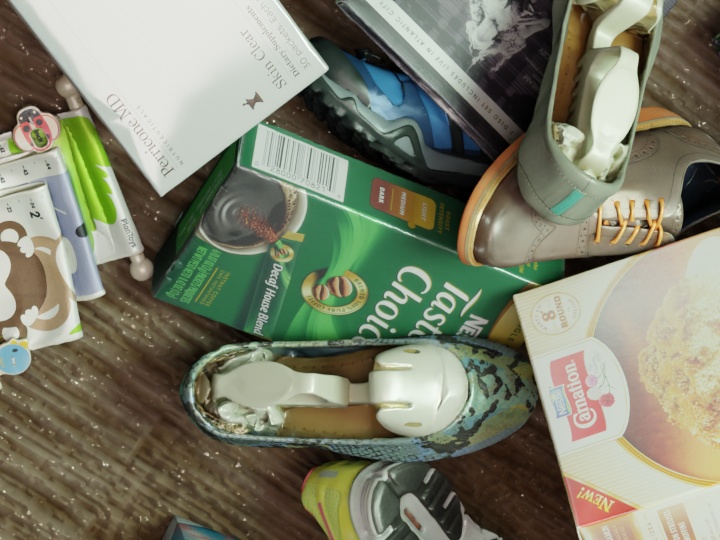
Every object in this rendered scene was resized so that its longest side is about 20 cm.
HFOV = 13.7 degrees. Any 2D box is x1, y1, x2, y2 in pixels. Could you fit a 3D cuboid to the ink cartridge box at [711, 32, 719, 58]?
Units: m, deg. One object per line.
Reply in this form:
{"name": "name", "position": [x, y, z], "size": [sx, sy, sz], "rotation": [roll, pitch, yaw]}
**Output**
{"name": "ink cartridge box", "position": [0.278, -0.067, 1.620], "size": [0.050, 0.200, 0.109], "rotation": [-37, 126, -7]}

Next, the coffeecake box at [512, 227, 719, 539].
{"name": "coffeecake box", "position": [0.197, 0.060, 1.581], "size": [0.199, 0.154, 0.073], "rotation": [-19, 144, 6]}

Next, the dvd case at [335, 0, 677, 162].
{"name": "dvd case", "position": [0.099, -0.168, 1.633], "size": [0.149, 0.016, 0.200], "rotation": [43, 74, -16]}

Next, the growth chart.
{"name": "growth chart", "position": [-0.214, -0.003, 1.649], "size": [0.199, 0.018, 0.145], "rotation": [-27, 109, -2]}

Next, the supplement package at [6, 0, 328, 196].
{"name": "supplement package", "position": [-0.129, -0.163, 1.549], "size": [0.111, 0.156, 0.200], "rotation": [-38, 109, 1]}

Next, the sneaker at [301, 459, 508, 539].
{"name": "sneaker", "position": [0.033, 0.170, 1.721], "size": [0.078, 0.090, 0.200], "rotation": [-54, 132, -27]}

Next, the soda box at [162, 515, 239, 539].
{"name": "soda box", "position": [-0.075, 0.203, 1.635], "size": [0.063, 0.200, 0.069], "rotation": [22, 98, -16]}

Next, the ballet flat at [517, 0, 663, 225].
{"name": "ballet flat", "position": [0.132, -0.117, 1.574], "size": [0.067, 0.064, 0.201], "rotation": [23, 63, -17]}

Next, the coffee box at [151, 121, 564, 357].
{"name": "coffee box", "position": [0.000, 0.000, 1.648], "size": [0.199, 0.044, 0.123], "rotation": [22, 134, -16]}

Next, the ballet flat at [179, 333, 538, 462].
{"name": "ballet flat", "position": [-0.004, 0.068, 1.630], "size": [0.199, 0.074, 0.075], "rotation": [-4, 107, 11]}

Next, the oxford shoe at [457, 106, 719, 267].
{"name": "oxford shoe", "position": [0.133, -0.040, 1.610], "size": [0.200, 0.073, 0.072], "rotation": [-23, 130, -41]}

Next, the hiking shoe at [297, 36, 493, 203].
{"name": "hiking shoe", "position": [0.050, -0.088, 1.658], "size": [0.200, 0.074, 0.087], "rotation": [30, 87, -25]}
